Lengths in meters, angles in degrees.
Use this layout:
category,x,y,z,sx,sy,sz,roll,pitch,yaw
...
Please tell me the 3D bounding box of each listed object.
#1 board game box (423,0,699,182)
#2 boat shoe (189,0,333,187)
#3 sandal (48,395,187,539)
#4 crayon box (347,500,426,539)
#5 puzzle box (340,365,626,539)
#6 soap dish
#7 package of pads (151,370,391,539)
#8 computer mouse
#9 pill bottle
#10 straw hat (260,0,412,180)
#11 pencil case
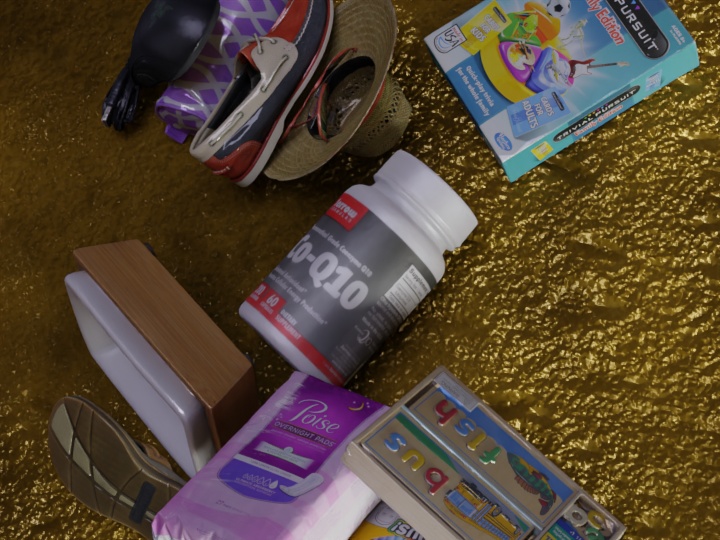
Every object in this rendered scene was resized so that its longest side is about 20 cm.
category,x,y,z,sx,sy,sz,roll,pitch,yaw
board game box,0.179,-0.197,1.501,0.199,0.047,0.152,-32,64,3
boat shoe,-0.088,-0.177,1.518,0.071,0.062,0.201,12,75,61
sandal,-0.191,0.184,1.457,0.199,0.054,0.081,34,109,9
crayon box,0.053,0.225,1.338,0.198,0.059,0.119,6,38,18
puzzle box,0.096,0.173,1.287,0.200,0.026,0.133,41,43,13
soap dish,-0.165,0.078,1.442,0.081,0.158,0.200,-36,63,-18
package of pads,-0.057,0.174,1.316,0.120,0.076,0.200,19,43,29
computer mouse,-0.190,-0.212,1.542,0.052,0.200,0.140,30,72,-19
pill bottle,0.000,0.000,1.439,0.114,0.114,0.200,40,84,25
straw hat,-0.003,-0.148,1.509,0.201,0.085,0.202,-37,37,35
pencil case,-0.123,-0.218,1.581,0.085,0.084,0.201,2,62,57
